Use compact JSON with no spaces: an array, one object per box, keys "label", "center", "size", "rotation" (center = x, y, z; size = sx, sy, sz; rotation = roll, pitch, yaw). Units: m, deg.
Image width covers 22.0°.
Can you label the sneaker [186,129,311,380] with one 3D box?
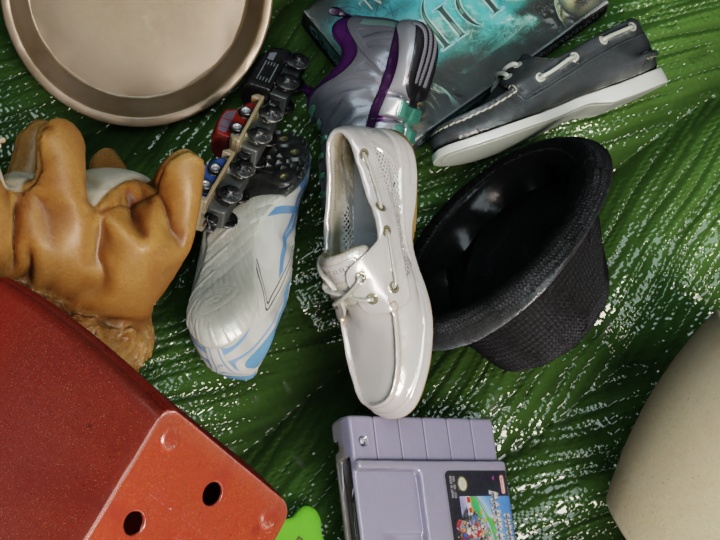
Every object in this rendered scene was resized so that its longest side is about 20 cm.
[{"label":"sneaker","center":[-0.078,-0.014,1.332],"size":[0.071,0.073,0.201],"rotation":[5,57,14]}]

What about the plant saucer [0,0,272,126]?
[{"label":"plant saucer","center":[-0.163,-0.206,1.354],"size":[0.198,0.029,0.202],"rotation":[-2,105,-6]}]

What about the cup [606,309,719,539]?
[{"label":"cup","center":[0.251,0.148,1.253],"size":[0.143,0.200,0.201],"rotation":[-40,78,11]}]

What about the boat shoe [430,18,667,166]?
[{"label":"boat shoe","center":[0.133,-0.133,1.379],"size":[0.199,0.076,0.061],"rotation":[-21,86,-23]}]

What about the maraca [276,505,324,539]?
[{"label":"maraca","center":[-0.060,0.244,1.226],"size":[0.137,0.107,0.200],"rotation":[40,50,-7]}]

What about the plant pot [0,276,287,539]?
[{"label":"plant pot","center":[-0.167,0.152,1.155],"size":[0.175,0.200,0.201],"rotation":[14,67,44]}]

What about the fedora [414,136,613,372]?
[{"label":"fedora","center":[0.118,0.001,1.313],"size":[0.201,0.200,0.092],"rotation":[-49,116,-17]}]

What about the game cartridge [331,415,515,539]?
[{"label":"game cartridge","center":[0.051,0.198,1.258],"size":[0.129,0.038,0.202],"rotation":[2,70,-29]}]

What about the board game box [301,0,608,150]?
[{"label":"board game box","center":[0.073,-0.197,1.418],"size":[0.199,0.028,0.136],"rotation":[-36,78,-15]}]

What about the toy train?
[{"label":"toy train","center":[-0.084,-0.098,1.330],"size":[0.045,0.034,0.201],"rotation":[19,44,4]}]

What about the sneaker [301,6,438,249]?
[{"label":"sneaker","center":[-0.009,-0.090,1.350],"size":[0.087,0.074,0.202],"rotation":[16,88,18]}]

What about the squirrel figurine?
[{"label":"squirrel figurine","center":[-0.227,-0.005,1.253],"size":[0.185,0.141,0.202],"rotation":[4,99,-36]}]

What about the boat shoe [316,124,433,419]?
[{"label":"boat shoe","center":[0.000,0.000,1.252],"size":[0.069,0.070,0.202],"rotation":[7,73,-47]}]
